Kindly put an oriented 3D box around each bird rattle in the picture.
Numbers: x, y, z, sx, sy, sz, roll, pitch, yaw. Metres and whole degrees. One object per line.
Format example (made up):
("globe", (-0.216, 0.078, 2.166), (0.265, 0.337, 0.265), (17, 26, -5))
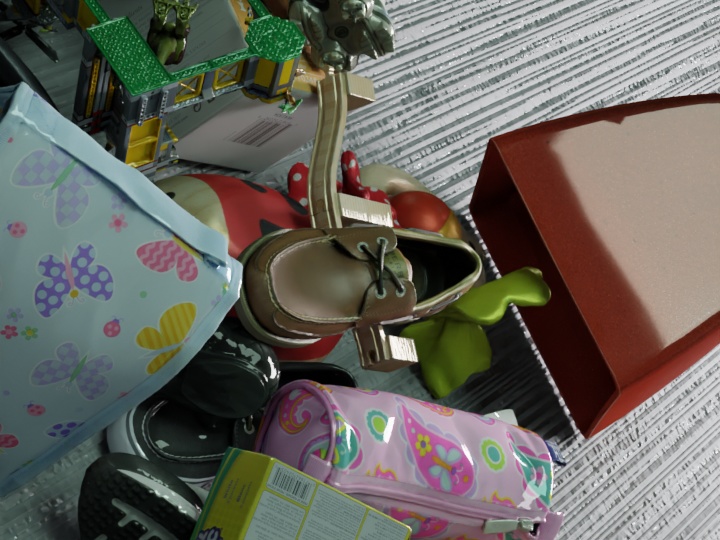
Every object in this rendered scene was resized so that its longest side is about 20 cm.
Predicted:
("bird rattle", (0.028, -0.013, 1.732), (0.200, 0.113, 0.163), (35, 24, -9))

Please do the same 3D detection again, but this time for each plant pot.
("plant pot", (0.206, -0.019, 1.786), (0.201, 0.176, 0.200), (63, -7, 11))

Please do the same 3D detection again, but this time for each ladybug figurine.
("ladybug figurine", (-0.070, -0.003, 1.574), (0.200, 0.072, 0.136), (16, 50, -47))

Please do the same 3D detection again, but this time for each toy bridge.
("toy bridge", (-0.007, -0.036, 1.581), (0.067, 0.027, 0.201), (10, 67, -56))

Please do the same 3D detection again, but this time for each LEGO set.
("LEGO set", (-0.133, -0.138, 1.532), (0.153, 0.116, 0.200), (-30, 65, -31))

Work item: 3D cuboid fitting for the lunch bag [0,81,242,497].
("lunch bag", (-0.181, 0.000, 1.297), (0.169, 0.200, 0.128), (36, 37, -28))

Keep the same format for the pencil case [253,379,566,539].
("pencil case", (0.031, 0.122, 1.485), (0.199, 0.087, 0.088), (17, 48, -38))

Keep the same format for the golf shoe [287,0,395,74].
("golf shoe", (-0.040, -0.223, 1.594), (0.098, 0.078, 0.200), (-91, 160, -45))

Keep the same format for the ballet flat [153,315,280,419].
("ballet flat", (-0.140, 0.030, 1.437), (0.199, 0.067, 0.057), (28, 20, -10))

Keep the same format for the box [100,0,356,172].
("box", (-0.102, -0.180, 1.656), (0.124, 0.097, 0.201), (7, 56, -58))

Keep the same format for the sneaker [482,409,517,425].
("sneaker", (0.054, 0.166, 1.603), (0.200, 0.074, 0.116), (-21, 83, -50))

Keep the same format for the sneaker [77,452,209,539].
("sneaker", (-0.089, 0.160, 1.412), (0.200, 0.074, 0.080), (45, 28, -34))

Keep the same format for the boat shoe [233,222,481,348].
("boat shoe", (0.000, 0.000, 1.487), (0.200, 0.068, 0.072), (-11, 84, -57))

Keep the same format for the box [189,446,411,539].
("box", (-0.058, 0.212, 1.351), (0.117, 0.048, 0.201), (31, 75, -36))

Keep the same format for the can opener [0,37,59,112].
("can opener", (-0.246, -0.142, 1.477), (0.201, 0.063, 0.079), (60, 3, -13))

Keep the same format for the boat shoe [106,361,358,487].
("boat shoe", (-0.070, 0.088, 1.496), (0.200, 0.066, 0.070), (-1, 62, -53))
